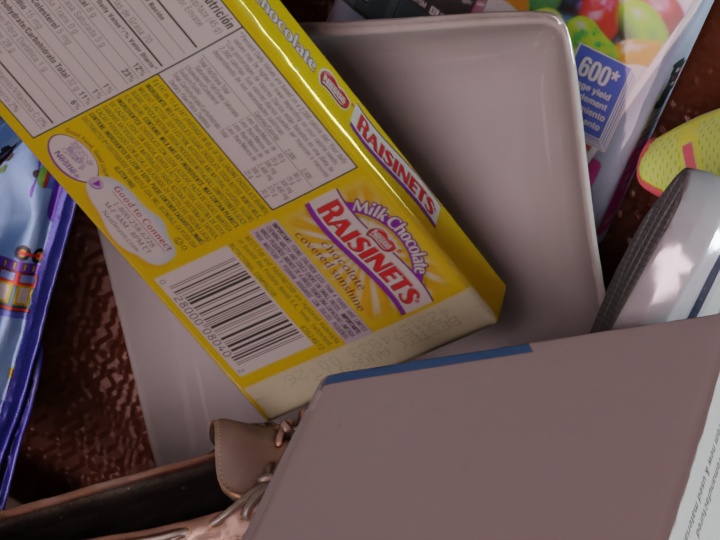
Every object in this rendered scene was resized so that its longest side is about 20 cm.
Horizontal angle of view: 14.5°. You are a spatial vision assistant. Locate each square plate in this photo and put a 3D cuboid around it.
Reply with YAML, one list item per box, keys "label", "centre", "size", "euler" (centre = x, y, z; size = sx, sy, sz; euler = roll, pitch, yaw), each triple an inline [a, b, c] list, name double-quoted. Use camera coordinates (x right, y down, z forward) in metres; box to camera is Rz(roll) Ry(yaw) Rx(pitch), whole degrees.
- label: "square plate"
  centre: [0.000, 0.000, 0.995]
  size: [0.197, 0.028, 0.201]
  euler: [1, 117, 26]

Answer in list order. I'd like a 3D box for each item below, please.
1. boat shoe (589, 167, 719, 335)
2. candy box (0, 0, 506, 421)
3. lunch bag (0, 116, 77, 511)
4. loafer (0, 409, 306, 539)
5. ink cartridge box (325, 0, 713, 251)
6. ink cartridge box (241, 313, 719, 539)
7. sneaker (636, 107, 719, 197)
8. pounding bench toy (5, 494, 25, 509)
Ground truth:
- label: "boat shoe"
  centre: [0.098, 0.053, 0.925]
  size: [0.067, 0.074, 0.200]
  euler: [22, 132, 1]
- label: "candy box"
  centre: [-0.049, -0.040, 0.930]
  size: [0.102, 0.026, 0.200]
  euler: [-25, 118, 28]
- label: "lunch bag"
  centre: [-0.179, 0.013, 1.013]
  size: [0.150, 0.094, 0.201]
  euler: [20, 107, 45]
- label: "loafer"
  centre: [-0.053, 0.083, 0.961]
  size: [0.199, 0.072, 0.063]
  euler: [-24, 103, -4]
- label: "ink cartridge box"
  centre: [0.067, -0.119, 0.965]
  size: [0.119, 0.042, 0.201]
  euler: [28, 108, 11]
- label: "ink cartridge box"
  centre: [0.067, 0.143, 0.862]
  size: [0.146, 0.146, 0.200]
  euler: [-9, 123, 27]
- label: "sneaker"
  centre: [0.143, 0.035, 0.963]
  size: [0.090, 0.078, 0.201]
  euler: [-7, 95, 28]
- label: "pounding bench toy"
  centre: [-0.194, 0.182, 1.050]
  size: [0.124, 0.156, 0.201]
  euler: [20, 108, 28]
